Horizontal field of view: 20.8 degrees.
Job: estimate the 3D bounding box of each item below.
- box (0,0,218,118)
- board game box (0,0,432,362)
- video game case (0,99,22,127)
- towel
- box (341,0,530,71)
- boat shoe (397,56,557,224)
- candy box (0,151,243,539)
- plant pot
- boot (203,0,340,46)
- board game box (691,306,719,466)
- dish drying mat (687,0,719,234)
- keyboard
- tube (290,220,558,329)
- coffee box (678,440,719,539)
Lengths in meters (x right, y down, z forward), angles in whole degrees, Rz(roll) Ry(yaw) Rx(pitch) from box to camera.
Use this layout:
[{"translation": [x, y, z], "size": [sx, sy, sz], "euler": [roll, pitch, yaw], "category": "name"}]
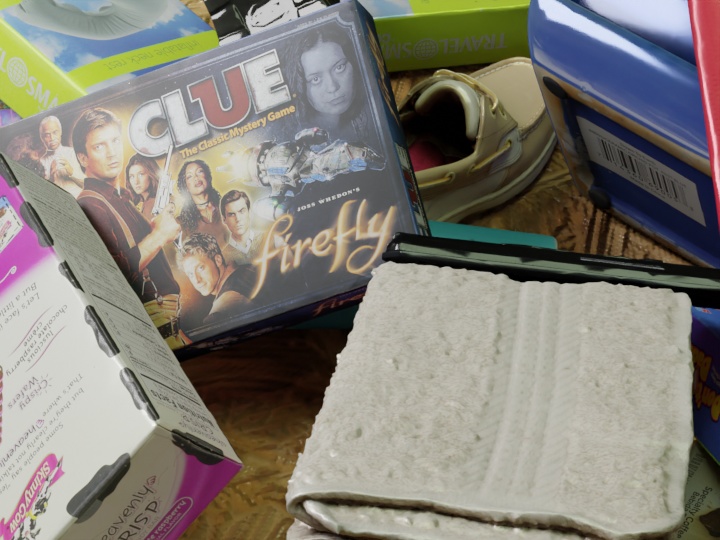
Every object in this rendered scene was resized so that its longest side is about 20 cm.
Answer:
[{"translation": [-0.135, -0.111, 1.073], "size": [0.200, 0.048, 0.122], "euler": [40, 37, 21], "category": "box"}, {"translation": [-0.073, -0.032, 0.941], "size": [0.198, 0.035, 0.137], "euler": [-19, 76, 13], "category": "board game box"}, {"translation": [-0.280, -0.088, 1.091], "size": [0.180, 0.046, 0.201], "euler": [-9, 43, -15], "category": "video game case"}, {"translation": [0.052, 0.049, 0.704], "size": [0.131, 0.035, 0.200], "euler": [7, 26, 6], "category": "towel"}, {"translation": [0.014, -0.173, 1.209], "size": [0.198, 0.048, 0.122], "euler": [-6, 41, -11], "category": "box"}, {"translation": [0.051, -0.073, 1.081], "size": [0.073, 0.070, 0.200], "euler": [27, 46, 24], "category": "boat shoe"}, {"translation": [-0.152, 0.060, 0.866], "size": [0.136, 0.061, 0.200], "euler": [-47, 48, 11], "category": "candy box"}, {"translation": [0.204, -0.109, 1.023], "size": [0.199, 0.200, 0.180], "euler": [33, 77, 29], "category": "plant pot"}, {"translation": [-0.025, -0.106, 1.030], "size": [0.077, 0.138, 0.202], "euler": [-17, 77, 13], "category": "boot"}, {"translation": [0.244, 0.072, 0.874], "size": [0.198, 0.045, 0.135], "euler": [12, 16, -15], "category": "board game box"}, {"translation": [0.196, -0.071, 0.898], "size": [0.076, 0.018, 0.202], "euler": [-8, 68, 11], "category": "dish drying mat"}, {"translation": [0.108, 0.014, 0.833], "size": [0.198, 0.040, 0.104], "euler": [7, 4, 5], "category": "keyboard"}, {"translation": [0.000, 0.000, 1.004], "size": [0.198, 0.078, 0.050], "euler": [4, -4, -2], "category": "tube"}, {"translation": [0.203, 0.167, 0.810], "size": [0.199, 0.080, 0.113], "euler": [23, 43, 21], "category": "coffee box"}]
